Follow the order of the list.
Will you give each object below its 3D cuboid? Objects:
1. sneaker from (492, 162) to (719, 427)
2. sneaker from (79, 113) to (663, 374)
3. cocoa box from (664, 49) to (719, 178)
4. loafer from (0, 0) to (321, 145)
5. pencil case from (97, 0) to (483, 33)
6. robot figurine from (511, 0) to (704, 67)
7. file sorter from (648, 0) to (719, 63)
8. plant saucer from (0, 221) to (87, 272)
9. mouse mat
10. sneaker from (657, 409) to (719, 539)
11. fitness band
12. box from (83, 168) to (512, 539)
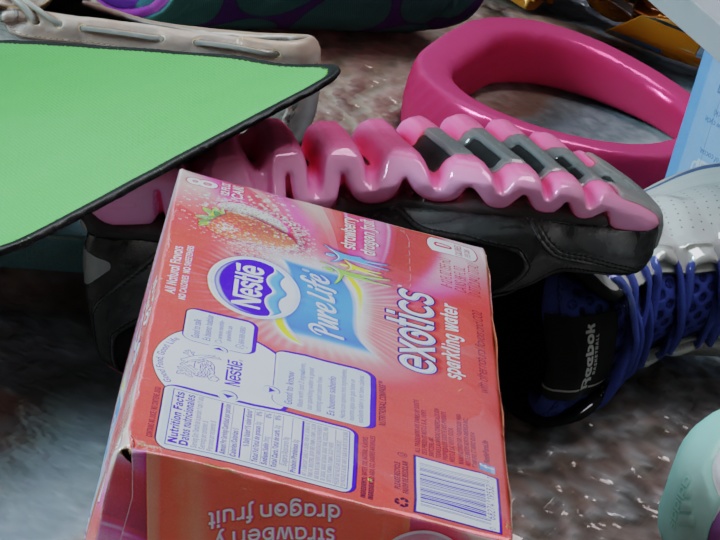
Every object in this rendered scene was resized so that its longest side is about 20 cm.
[{"bbox_3d":[0.091,0.014,1.018,0.198,0.081,0.115,5,27,-12],"label":"sneaker"},{"bbox_3d":[0.000,0.000,0.932,0.199,0.096,0.079,1,15,-6],"label":"sneaker"},{"bbox_3d":[0.236,-0.024,1.129,0.131,0.134,0.200,-6,30,-41],"label":"cocoa box"},{"bbox_3d":[-0.109,-0.096,1.137,0.199,0.063,0.072,20,20,7],"label":"loafer"},{"bbox_3d":[-0.032,-0.157,1.318,0.199,0.085,0.093,-1,56,-41],"label":"pencil case"},{"bbox_3d":[0.148,-0.152,1.487,0.199,0.059,0.145,24,21,14],"label":"robot figurine"},{"bbox_3d":[0.214,-0.148,1.070,0.199,0.125,0.139,0,27,-24],"label":"file sorter"},{"bbox_3d":[-0.097,-0.018,0.980,0.199,0.019,0.070,3,23,-9],"label":"plant saucer"},{"bbox_3d":[-0.123,-0.043,0.922,0.199,0.008,0.161,9,30,43],"label":"mouse mat"},{"bbox_3d":[0.207,0.098,0.900,0.199,0.078,0.140,-7,32,-28],"label":"sneaker"},{"bbox_3d":[0.097,-0.071,1.276,0.143,0.038,0.200,22,20,12],"label":"fitness band"},{"bbox_3d":[-0.022,0.057,0.779,0.102,0.095,0.200,15,21,-6],"label":"box"}]
